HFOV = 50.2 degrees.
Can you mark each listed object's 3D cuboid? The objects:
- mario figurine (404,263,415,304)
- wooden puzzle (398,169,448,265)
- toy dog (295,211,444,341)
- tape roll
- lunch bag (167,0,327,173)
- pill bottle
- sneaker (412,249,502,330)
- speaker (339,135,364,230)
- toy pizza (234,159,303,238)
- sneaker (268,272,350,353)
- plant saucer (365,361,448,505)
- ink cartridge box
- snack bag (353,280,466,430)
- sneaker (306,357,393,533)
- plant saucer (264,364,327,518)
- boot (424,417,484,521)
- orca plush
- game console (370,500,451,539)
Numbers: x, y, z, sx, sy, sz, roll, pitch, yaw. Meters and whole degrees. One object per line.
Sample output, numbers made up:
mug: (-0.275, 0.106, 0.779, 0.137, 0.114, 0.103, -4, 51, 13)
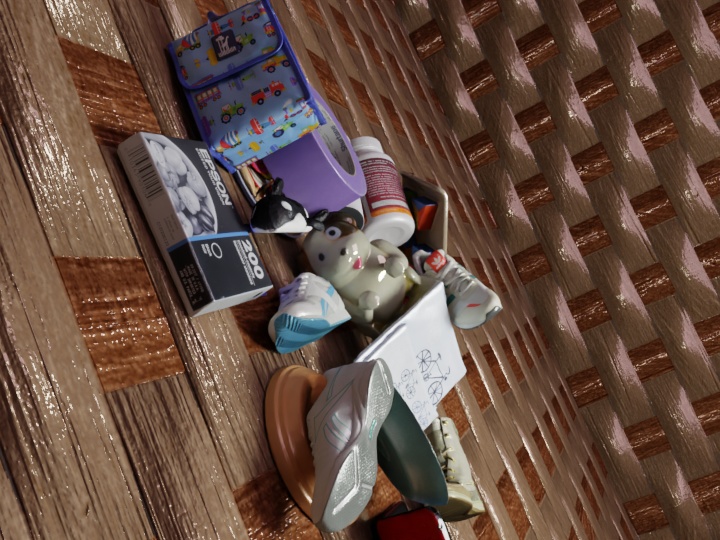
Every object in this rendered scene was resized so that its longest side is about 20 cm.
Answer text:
mario figurine: (0.048, 0.072, 1.274, 0.105, 0.123, 0.202, 4, 70, -41)
wooden puzzle: (0.107, -0.075, 1.444, 0.185, 0.046, 0.202, -140, -138, -62)
toy dog: (0.000, 0.000, 1.136, 0.200, 0.140, 0.194, 42, 1, -39)
tape roll: (-0.077, -0.180, 1.149, 0.201, 0.084, 0.201, 56, 16, -24)
lunch bag: (-0.157, -0.259, 1.023, 0.201, 0.150, 0.094, 65, 5, 14)
pill bottle: (0.023, -0.145, 1.431, 0.113, 0.112, 0.202, 34, 35, -56)
sneaker: (0.137, 0.021, 1.182, 0.094, 0.070, 0.200, 55, -9, -25)
speaker: (-0.045, -0.147, 1.303, 0.081, 0.081, 0.201, 46, 25, -43)
toy pizza: (-0.129, -0.143, 1.142, 0.201, 0.032, 0.201, 53, 21, -31)
sneaker: (-0.077, 0.050, 0.983, 0.081, 0.076, 0.200, 58, 11, 6)
plant saucer: (0.038, 0.210, 0.956, 0.201, 0.036, 0.201, 55, -17, 26)
ink cartridge box: (-0.174, -0.056, 0.892, 0.200, 0.043, 0.200, 65, 17, 3)
snack bag: (0.083, 0.145, 1.114, 0.200, 0.021, 0.190, -40, 126, -32)
sneaker: (-0.022, 0.189, 0.840, 0.071, 0.080, 0.201, 57, 38, -39)
plant saucer: (-0.042, 0.204, 0.918, 0.201, 0.037, 0.201, 54, 21, -31)
boot: (0.127, 0.304, 1.193, 0.200, 0.072, 0.156, 41, 29, -60)
orca plush: (-0.090, -0.085, 0.997, 0.200, 0.104, 0.072, -7, 97, -65)
game console: (0.105, 0.388, 0.964, 0.118, 0.172, 0.202, -13, 76, -44)
